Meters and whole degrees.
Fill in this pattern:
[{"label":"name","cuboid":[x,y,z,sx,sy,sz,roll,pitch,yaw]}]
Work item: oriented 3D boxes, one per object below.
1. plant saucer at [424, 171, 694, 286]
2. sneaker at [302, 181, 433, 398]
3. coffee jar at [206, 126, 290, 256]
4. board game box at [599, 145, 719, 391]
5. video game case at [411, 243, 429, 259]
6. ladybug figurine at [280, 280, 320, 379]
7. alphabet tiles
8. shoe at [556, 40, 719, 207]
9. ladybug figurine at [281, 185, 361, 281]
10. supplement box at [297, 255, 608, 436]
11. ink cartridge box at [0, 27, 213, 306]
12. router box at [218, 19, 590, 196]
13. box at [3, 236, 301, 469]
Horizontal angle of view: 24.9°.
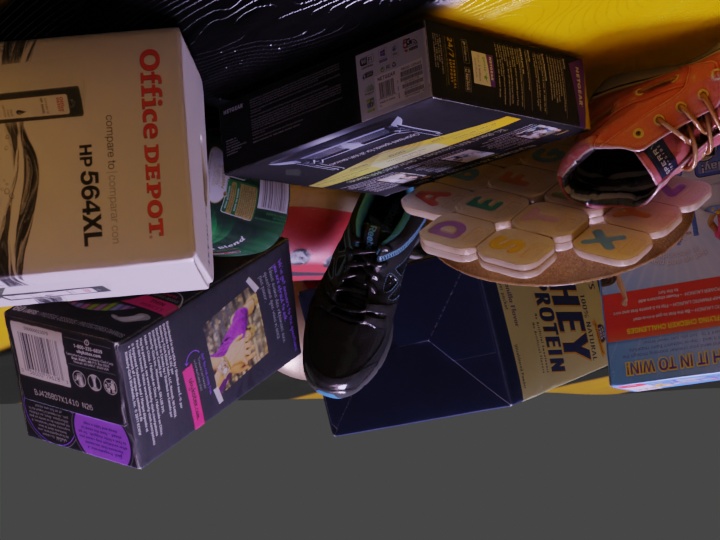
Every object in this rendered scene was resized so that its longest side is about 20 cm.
[{"label":"plant saucer","cuboid":[0.143,-0.055,1.199,0.199,0.036,0.201,-7,-150,4]},{"label":"sneaker","cuboid":[0.000,0.000,1.280,0.073,0.201,0.082,16,168,13]},{"label":"coffee jar","cuboid":[-0.139,-0.063,1.128,0.104,0.086,0.200,0,172,28]},{"label":"board game box","cuboid":[0.284,-0.017,1.267,0.199,0.197,0.056,-10,168,27]},{"label":"video game case","cuboid":[0.104,-0.042,1.516,0.199,0.024,0.181,-13,166,37]},{"label":"ladybug figurine","cuboid":[-0.043,0.032,1.538,0.072,0.136,0.200,-35,169,28]},{"label":"alphabet tiles","cuboid":[0.136,-0.055,1.149,0.195,0.015,0.200,16,-141,38]},{"label":"shoe","cuboid":[0.218,-0.095,1.063,0.199,0.091,0.072,-12,127,47]},{"label":"ladybug figurine","cuboid":[-0.052,-0.032,1.370,0.199,0.073,0.136,-1,168,-22]},{"label":"supplement box","cuboid":[0.092,0.049,1.453,0.199,0.135,0.199,-14,180,38]},{"label":"ink cartridge box","cuboid":[-0.194,-0.059,0.977,0.198,0.147,0.084,-6,167,1]},{"label":"router box","cuboid":[0.028,-0.102,1.091,0.157,0.053,0.199,5,165,-45]},{"label":"box","cuboid":[-0.153,0.048,1.241,0.122,0.107,0.200,11,-151,33]}]
